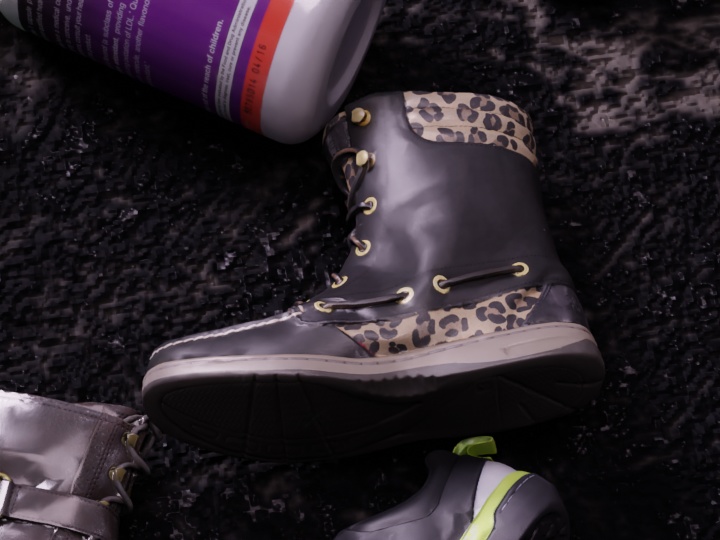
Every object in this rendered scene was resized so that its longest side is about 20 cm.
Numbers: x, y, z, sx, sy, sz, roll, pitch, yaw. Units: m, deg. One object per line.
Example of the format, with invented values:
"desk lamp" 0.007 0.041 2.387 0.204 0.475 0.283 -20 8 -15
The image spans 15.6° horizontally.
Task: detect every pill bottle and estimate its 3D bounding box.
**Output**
"pill bottle" -0.092 -0.144 1.211 0.199 0.113 0.113 24 66 8

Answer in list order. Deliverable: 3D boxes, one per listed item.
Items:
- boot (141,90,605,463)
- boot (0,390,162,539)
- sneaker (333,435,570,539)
"boot" 0.000 0.000 1.163 0.198 0.073 0.152 -7 56 0
"boot" -0.119 0.136 1.106 0.198 0.069 0.175 17 63 3
"sneaker" 0.008 0.154 1.113 0.082 0.072 0.200 26 60 32
